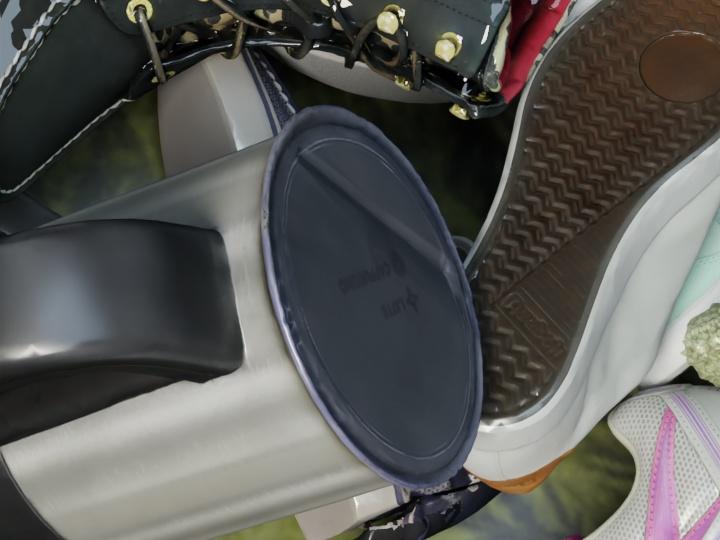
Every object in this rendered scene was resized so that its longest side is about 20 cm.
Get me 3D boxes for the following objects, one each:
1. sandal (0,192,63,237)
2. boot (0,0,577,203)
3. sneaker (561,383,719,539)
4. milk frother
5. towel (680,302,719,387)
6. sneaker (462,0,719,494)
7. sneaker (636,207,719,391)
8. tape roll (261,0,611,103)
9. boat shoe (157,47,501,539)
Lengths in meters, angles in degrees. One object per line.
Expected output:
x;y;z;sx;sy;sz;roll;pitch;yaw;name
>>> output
-0.158;-0.017;0.847;0.200;0.075;0.048;30;66;-2;sandal
-0.030;-0.082;0.812;0.154;0.073;0.204;27;64;21;boot
0.106;0.128;0.859;0.088;0.081;0.200;14;86;18;sneaker
-0.070;0.078;0.741;0.188;0.180;0.200;-20;92;29;milk frother
0.212;0.000;0.837;0.200;0.148;0.037;-9;81;-45;towel
0.080;-0.016;0.842;0.073;0.085;0.200;25;69;22;sneaker
0.118;-0.057;0.907;0.118;0.074;0.200;34;70;0;sneaker
0.026;-0.159;0.901;0.203;0.037;0.203;-3;73;11;tape roll
0.000;0.000;0.882;0.093;0.075;0.200;-16;82;-26;boat shoe
